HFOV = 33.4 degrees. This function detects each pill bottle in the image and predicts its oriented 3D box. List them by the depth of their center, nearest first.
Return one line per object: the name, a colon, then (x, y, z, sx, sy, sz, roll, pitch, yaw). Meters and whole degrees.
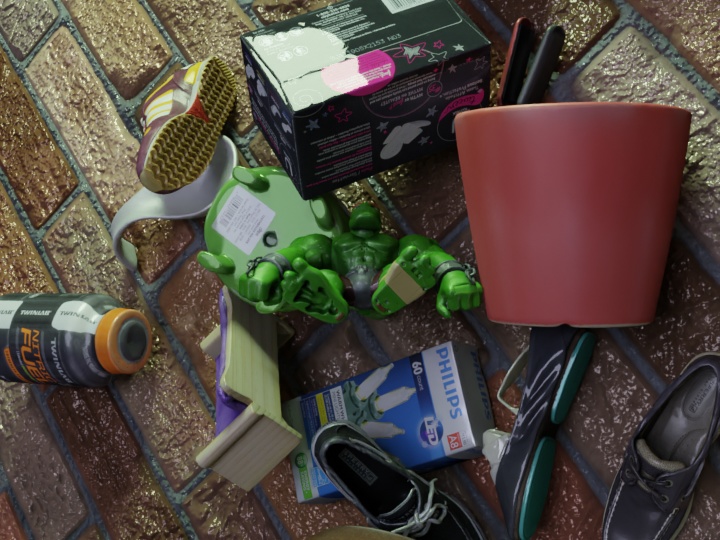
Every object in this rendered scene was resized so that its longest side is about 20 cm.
pill bottle: (-0.332, 0.078, 1.363, 0.199, 0.106, 0.107, -1, 80, 33)

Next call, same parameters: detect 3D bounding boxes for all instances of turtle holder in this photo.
turtle holder: (-0.056, -0.029, 1.188, 0.184, 0.132, 0.142, 5, 92, 17)

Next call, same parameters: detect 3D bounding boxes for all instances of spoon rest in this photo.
spoon rest: (-0.211, -0.076, 1.338, 0.200, 0.060, 0.100, -38, 49, 23)

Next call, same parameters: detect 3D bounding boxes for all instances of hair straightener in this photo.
hair straightener: (0.156, -0.135, 1.129, 0.077, 0.041, 0.201, 19, 91, 34)

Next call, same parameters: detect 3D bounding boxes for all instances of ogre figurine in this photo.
ogre figurine: (0.000, 0.000, 1.059, 0.199, 0.120, 0.099, -17, 109, 8)

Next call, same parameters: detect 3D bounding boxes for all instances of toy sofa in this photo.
toy sofa: (-0.122, 0.109, 1.173, 0.083, 0.097, 0.200, -44, 26, 19)

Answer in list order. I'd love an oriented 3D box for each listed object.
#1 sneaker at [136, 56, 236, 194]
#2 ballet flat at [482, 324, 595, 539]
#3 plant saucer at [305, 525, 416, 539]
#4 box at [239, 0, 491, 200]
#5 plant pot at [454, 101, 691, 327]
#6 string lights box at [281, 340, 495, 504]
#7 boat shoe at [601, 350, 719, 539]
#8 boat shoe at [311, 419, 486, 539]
sneaker: (-0.207, -0.151, 1.315, 0.090, 0.075, 0.201, -13, 37, 34)
ballet flat: (0.149, 0.137, 1.065, 0.073, 0.073, 0.201, 14, 82, 34)
plant saucer: (0.031, 0.275, 1.054, 0.199, 0.201, 0.035, -2, 51, 32)
box: (0.005, -0.174, 1.128, 0.199, 0.115, 0.132, -21, 51, -15)
plant pot: (0.178, -0.045, 1.019, 0.199, 0.200, 0.179, 2, 93, 33)
string lights box: (0.026, 0.148, 1.146, 0.199, 0.059, 0.103, -23, 68, 27)
boat shoe: (0.251, 0.157, 0.996, 0.072, 0.065, 0.201, 33, 99, 31)
boat shoe: (0.040, 0.209, 1.061, 0.074, 0.068, 0.199, -44, 99, -2)
